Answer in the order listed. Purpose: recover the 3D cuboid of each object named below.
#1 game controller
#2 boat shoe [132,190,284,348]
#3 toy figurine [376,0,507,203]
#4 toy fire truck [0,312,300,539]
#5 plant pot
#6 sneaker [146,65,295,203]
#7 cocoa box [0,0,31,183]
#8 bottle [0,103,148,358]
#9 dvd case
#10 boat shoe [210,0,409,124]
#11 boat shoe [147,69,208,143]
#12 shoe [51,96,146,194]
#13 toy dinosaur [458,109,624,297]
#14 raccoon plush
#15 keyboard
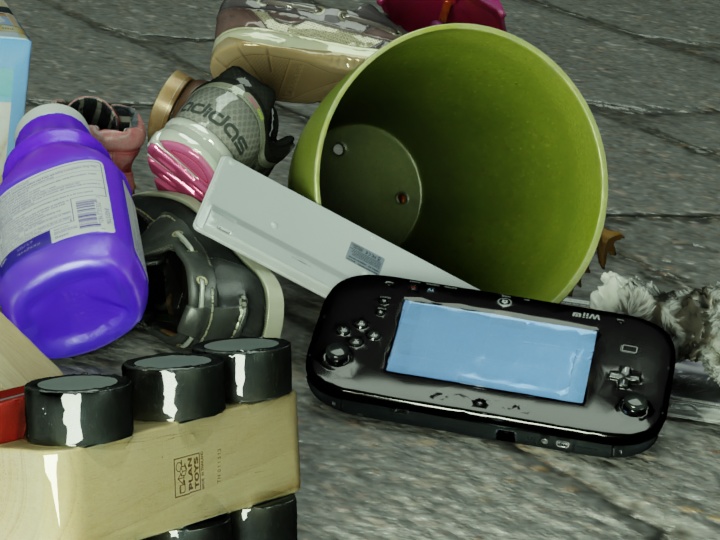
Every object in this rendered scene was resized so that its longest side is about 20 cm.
[{"bbox_3d":[0.072,0.050,1.550,0.198,0.042,0.105,10,48,7],"label":"game controller"},{"bbox_3d":[-0.116,-0.001,1.646,0.067,0.072,0.200,0,18,-30],"label":"boat shoe"},{"bbox_3d":[0.046,-0.110,1.940,0.149,0.185,0.200,7,14,0],"label":"toy figurine"},{"bbox_3d":[-0.148,0.067,1.283,0.199,0.130,0.176,3,9,36],"label":"toy fire truck"},{"bbox_3d":[0.030,-0.050,1.757,0.186,0.189,0.200,3,-2,-18],"label":"plant pot"},{"bbox_3d":[-0.081,-0.063,1.739,0.074,0.088,0.200,36,-17,12],"label":"sneaker"},{"bbox_3d":[-0.323,-0.107,1.834,0.198,0.134,0.131,3,15,-16],"label":"cocoa box"},{"bbox_3d":[-0.171,-0.029,1.626,0.083,0.066,0.200,-21,33,2],"label":"bottle"},{"bbox_3d":[0.176,0.052,1.702,0.148,0.016,0.200,8,13,6],"label":"dvd case"},{"bbox_3d":[0.000,-0.141,1.836,0.198,0.065,0.072,7,-31,-13],"label":"boat shoe"},{"bbox_3d":[-0.096,-0.072,1.874,0.070,0.071,0.200,23,-9,7],"label":"boat shoe"},{"bbox_3d":[-0.183,-0.073,1.858,0.071,0.092,0.200,3,14,-19],"label":"shoe"},{"bbox_3d":[0.110,-0.034,1.865,0.106,0.061,0.200,30,-14,27],"label":"toy dinosaur"},{"bbox_3d":[0.249,0.031,1.627,0.199,0.097,0.134,29,12,40],"label":"raccoon plush"},{"bbox_3d":[0.000,0.000,1.621,0.199,0.011,0.056,28,47,-10],"label":"keyboard"}]
